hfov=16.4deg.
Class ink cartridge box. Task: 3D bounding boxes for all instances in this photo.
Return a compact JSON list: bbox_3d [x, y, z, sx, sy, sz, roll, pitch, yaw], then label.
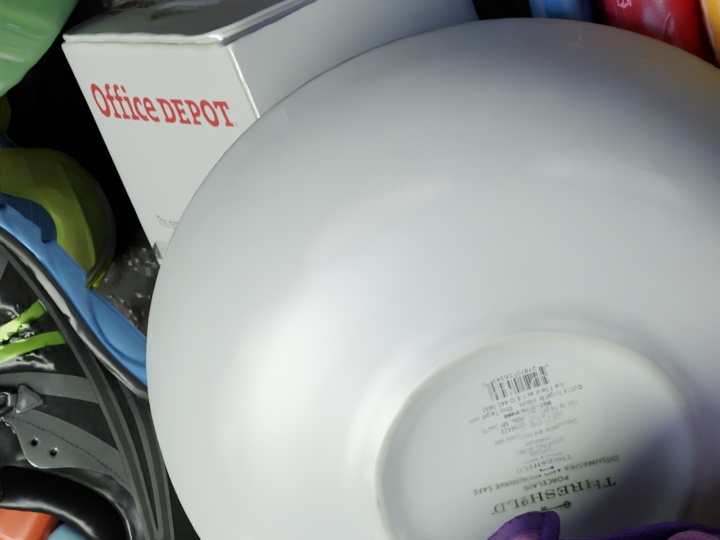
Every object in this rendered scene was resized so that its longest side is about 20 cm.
[{"bbox_3d":[0.000,0.000,0.788,0.147,0.083,0.201,13,128,64],"label":"ink cartridge box"}]

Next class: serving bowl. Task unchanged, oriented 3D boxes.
[{"bbox_3d":[0.042,0.037,0.663,0.199,0.066,0.201,-2,117,-4],"label":"serving bowl"}]

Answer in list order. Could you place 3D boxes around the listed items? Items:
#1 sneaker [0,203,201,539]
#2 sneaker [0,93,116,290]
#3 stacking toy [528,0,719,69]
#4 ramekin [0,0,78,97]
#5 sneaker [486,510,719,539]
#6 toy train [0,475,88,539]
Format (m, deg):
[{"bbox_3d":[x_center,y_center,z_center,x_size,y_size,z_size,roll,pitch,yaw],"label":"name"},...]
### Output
[{"bbox_3d":[-0.122,0.034,0.821,0.200,0.083,0.071,42,156,-4],"label":"sneaker"},{"bbox_3d":[-0.185,-0.048,0.903,0.200,0.105,0.076,38,132,9],"label":"sneaker"},{"bbox_3d":[0.147,-0.096,0.675,0.199,0.116,0.110,-7,118,21],"label":"stacking toy"},{"bbox_3d":[-0.172,-0.136,0.800,0.199,0.098,0.201,-6,79,32],"label":"ramekin"},{"bbox_3d":[0.087,0.109,0.635,0.089,0.199,0.081,-58,40,18],"label":"sneaker"},{"bbox_3d":[-0.157,0.047,0.935,0.199,0.150,0.056,30,92,21],"label":"toy train"}]
